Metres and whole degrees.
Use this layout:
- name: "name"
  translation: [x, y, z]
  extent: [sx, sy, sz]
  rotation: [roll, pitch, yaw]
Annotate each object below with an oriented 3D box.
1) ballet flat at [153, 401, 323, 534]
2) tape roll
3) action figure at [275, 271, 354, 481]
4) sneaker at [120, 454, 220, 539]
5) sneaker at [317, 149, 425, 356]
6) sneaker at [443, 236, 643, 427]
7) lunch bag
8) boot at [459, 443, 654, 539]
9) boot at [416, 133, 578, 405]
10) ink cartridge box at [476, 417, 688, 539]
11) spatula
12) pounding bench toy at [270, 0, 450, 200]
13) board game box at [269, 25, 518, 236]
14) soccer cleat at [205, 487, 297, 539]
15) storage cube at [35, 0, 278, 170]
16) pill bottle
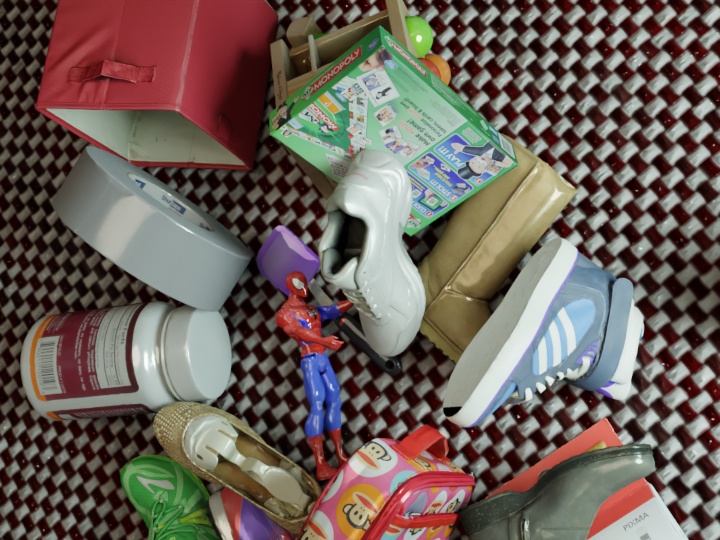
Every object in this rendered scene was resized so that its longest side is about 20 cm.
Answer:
- name: "ballet flat"
  translation: [-0.113, 0.183, 0.979]
  extent: [0.197, 0.065, 0.071]
  rotation: [29, 69, 2]
- name: "tape roll"
  translation: [-0.207, -0.042, 1.023]
  extent: [0.199, 0.200, 0.067]
  rotation: [37, 94, 21]
- name: "action figure"
  translation: [-0.023, 0.092, 0.990]
  extent: [0.098, 0.065, 0.204]
  rotation: [-21, 82, 32]
- name: "sneaker"
  translation: [-0.182, 0.267, 1.030]
  extent: [0.074, 0.083, 0.200]
  rotation: [-45, 69, 9]
- name: "sneaker"
  translation: [0.000, 0.000, 0.911]
  extent: [0.077, 0.099, 0.203]
  rotation: [12, 126, 36]
- name: "sneaker"
  translation: [0.177, 0.087, 0.892]
  extent: [0.146, 0.080, 0.201]
  rotation: [41, 70, -12]
- name: "lunch bag"
  translation: [0.025, 0.218, 0.899]
  extent: [0.081, 0.199, 0.178]
  rotation: [34, 95, 26]
- name: "boot"
  translation: [0.186, 0.242, 0.880]
  extent: [0.198, 0.067, 0.133]
  rotation: [-32, 61, 24]
- name: "boot"
  translation: [0.138, -0.003, 0.961]
  extent: [0.174, 0.066, 0.201]
  rotation: [39, 95, 21]
- name: "ink cartridge box"
  translation: [0.209, 0.261, 0.904]
  extent: [0.160, 0.050, 0.202]
  rotation: [-35, 74, 12]
- name: "spatula"
  translation: [-0.031, 0.037, 1.040]
  extent: [0.200, 0.020, 0.057]
  rotation: [44, 104, 20]
- name: "pounding bench toy"
  translation: [0.007, -0.197, 1.003]
  extent: [0.153, 0.124, 0.203]
  rotation: [-20, 54, 16]
- name: "board game box"
  translation: [0.033, -0.117, 0.915]
  extent: [0.133, 0.199, 0.030]
  rotation: [-31, 46, 28]
- name: "soccer cleat"
  translation: [-0.078, 0.295, 1.000]
  extent: [0.072, 0.068, 0.202]
  rotation: [-32, 72, 0]
- name: "storage cube"
  translation: [-0.203, -0.220, 1.053]
  extent: [0.167, 0.200, 0.184]
  rotation: [4, 77, 21]
- name: "pill bottle"
  translation: [-0.243, 0.093, 1.062]
  extent: [0.196, 0.114, 0.117]
  rotation: [-7, 80, 19]
